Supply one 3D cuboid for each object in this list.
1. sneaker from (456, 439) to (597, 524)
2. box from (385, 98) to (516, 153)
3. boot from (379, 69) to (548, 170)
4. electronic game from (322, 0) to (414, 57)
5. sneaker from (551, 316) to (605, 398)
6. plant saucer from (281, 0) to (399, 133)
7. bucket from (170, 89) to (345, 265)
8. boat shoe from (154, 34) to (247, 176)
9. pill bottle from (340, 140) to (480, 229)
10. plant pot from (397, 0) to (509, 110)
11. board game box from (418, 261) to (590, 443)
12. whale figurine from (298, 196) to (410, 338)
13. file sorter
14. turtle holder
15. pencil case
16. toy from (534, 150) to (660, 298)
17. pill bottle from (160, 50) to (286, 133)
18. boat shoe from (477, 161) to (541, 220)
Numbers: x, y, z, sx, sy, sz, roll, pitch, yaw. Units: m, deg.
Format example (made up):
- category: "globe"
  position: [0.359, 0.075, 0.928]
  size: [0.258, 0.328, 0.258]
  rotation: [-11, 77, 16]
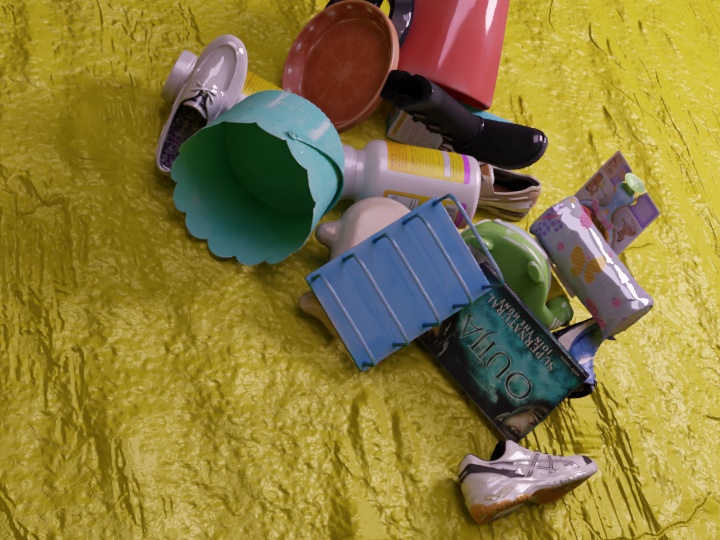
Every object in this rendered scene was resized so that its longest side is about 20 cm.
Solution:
- category: "sneaker"
  position: [0.208, 0.245, 1.477]
  size: [0.199, 0.076, 0.088]
  rotation: [-7, 59, -34]
- category: "box"
  position: [0.145, -0.211, 1.802]
  size: [0.198, 0.082, 0.049]
  rotation: [20, 46, -14]
- category: "boot"
  position: [0.145, -0.212, 1.645]
  size: [0.200, 0.164, 0.066]
  rotation: [33, 70, -45]
- category: "electronic game"
  position: [-0.001, -0.359, 1.770]
  size: [0.041, 0.199, 0.201]
  rotation: [30, 39, -43]
- category: "sneaker"
  position: [0.285, 0.128, 1.626]
  size: [0.199, 0.078, 0.090]
  rotation: [-30, 93, -46]
- category: "plant saucer"
  position: [-0.027, -0.289, 1.704]
  size: [0.032, 0.200, 0.202]
  rotation: [23, 39, -50]
- category: "bucket"
  position: [-0.122, -0.121, 1.505]
  size: [0.206, 0.208, 0.135]
  rotation: [36, 38, 2]
- category: "boat shoe"
  position: [-0.209, -0.213, 1.533]
  size: [0.072, 0.201, 0.069]
  rotation: [34, 4, -7]
- category: "pill bottle"
  position: [0.059, -0.122, 1.650]
  size: [0.198, 0.105, 0.105]
  rotation: [9, 50, -12]
- category: "plant pot"
  position: [0.132, -0.357, 1.789]
  size: [0.199, 0.179, 0.200]
  rotation: [20, 2, -1]
- category: "board game box"
  position: [0.179, 0.107, 1.534]
  size: [0.200, 0.135, 0.028]
  rotation: [48, 16, 15]
- category: "whale figurine"
  position: [0.000, 0.000, 1.560]
  size: [0.159, 0.104, 0.200]
  rotation: [38, 70, -1]
- category: "file sorter"
  position: [0.057, 0.014, 1.450]
  size: [0.199, 0.123, 0.139]
  rotation: [-32, 92, -9]
- category: "turtle holder"
  position: [0.206, 0.004, 1.621]
  size: [0.184, 0.142, 0.132]
  rotation: [11, 24, 12]
- category: "pencil case"
  position: [0.316, -0.005, 1.630]
  size: [0.201, 0.083, 0.091]
  rotation: [56, 16, 14]
- category: "toy"
  position: [0.325, -0.064, 1.698]
  size: [0.047, 0.200, 0.116]
  rotation: [-1, 54, -44]
- category: "pill bottle"
  position: [-0.167, -0.221, 1.622]
  size: [0.199, 0.104, 0.105]
  rotation: [28, 46, -7]
- category: "boat shoe"
  position: [0.174, -0.132, 1.765]
  size: [0.198, 0.069, 0.075]
  rotation: [9, 51, -22]
